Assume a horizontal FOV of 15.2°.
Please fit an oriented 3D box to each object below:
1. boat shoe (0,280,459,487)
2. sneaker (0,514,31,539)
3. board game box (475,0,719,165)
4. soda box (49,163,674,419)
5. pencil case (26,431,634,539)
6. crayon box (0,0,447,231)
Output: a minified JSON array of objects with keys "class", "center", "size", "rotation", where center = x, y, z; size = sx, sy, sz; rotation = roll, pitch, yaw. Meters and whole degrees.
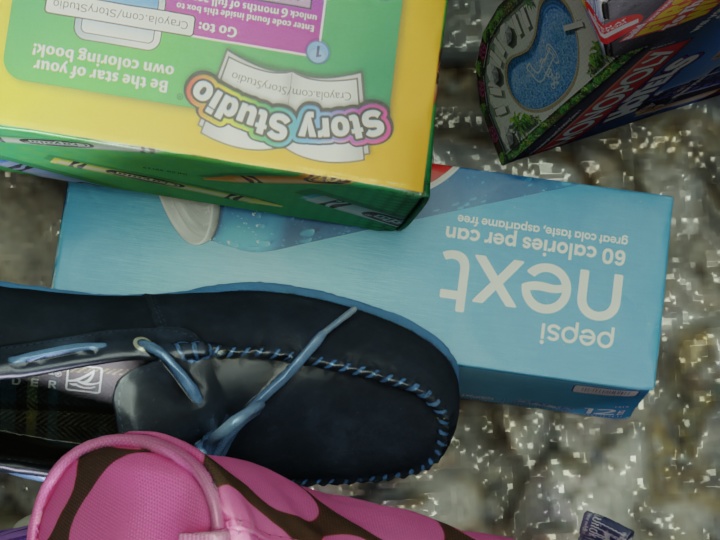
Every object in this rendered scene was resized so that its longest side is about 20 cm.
[{"class":"boat shoe","center":[-0.068,0.051,0.845],"size":[0.199,0.085,0.069],"rotation":[0,33,3]},{"class":"sneaker","center":[-0.150,0.112,0.864],"size":[0.199,0.083,0.081],"rotation":[-16,79,-4]},{"class":"board game box","center":[0.114,-0.107,0.827],"size":[0.199,0.200,0.062],"rotation":[-17,77,-30]},{"class":"soda box","center":[0.000,0.000,0.902],"size":[0.199,0.064,0.068],"rotation":[8,78,-1]},{"class":"pencil case","center":[-0.001,0.103,0.809],"size":[0.199,0.093,0.091],"rotation":[17,87,-42]},{"class":"crayon box","center":[-0.071,-0.088,0.844],"size":[0.199,0.058,0.120],"rotation":[9,78,-8]}]
